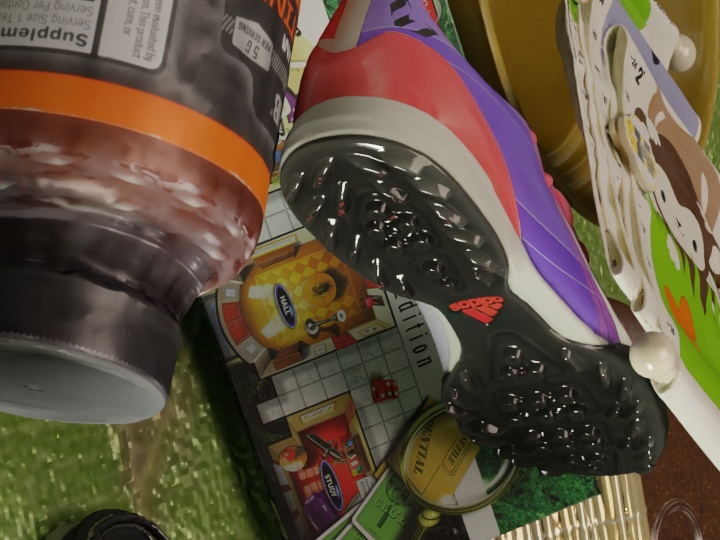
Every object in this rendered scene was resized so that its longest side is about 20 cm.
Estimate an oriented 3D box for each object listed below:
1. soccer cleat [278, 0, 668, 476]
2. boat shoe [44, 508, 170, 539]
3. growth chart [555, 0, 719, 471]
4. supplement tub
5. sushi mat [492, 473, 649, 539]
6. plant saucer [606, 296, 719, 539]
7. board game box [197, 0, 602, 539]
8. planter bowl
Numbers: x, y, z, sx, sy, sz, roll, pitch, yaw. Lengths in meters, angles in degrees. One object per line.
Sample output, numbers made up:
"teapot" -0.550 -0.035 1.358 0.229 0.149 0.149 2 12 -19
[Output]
"soccer cleat" 0.042 -0.006 0.808 0.200 0.068 0.073 49 42 -45
"boat shoe" -0.025 0.151 0.772 0.072 0.068 0.200 -8 65 -56
"growth chart" 0.098 -0.020 0.866 0.145 0.018 0.200 38 36 -54
"supplement tub" -0.071 -0.062 0.746 0.107 0.107 0.200 32 61 -49
"sushi mat" 0.067 0.132 0.954 0.095 0.012 0.201 -14 98 -24
"plant saucer" 0.108 0.109 1.045 0.200 0.037 0.201 8 80 -55
"board game box" 0.000 0.000 0.857 0.105 0.023 0.200 -23 109 -9
"planter bowl" 0.048 -0.109 0.938 0.200 0.083 0.201 13 75 -59
